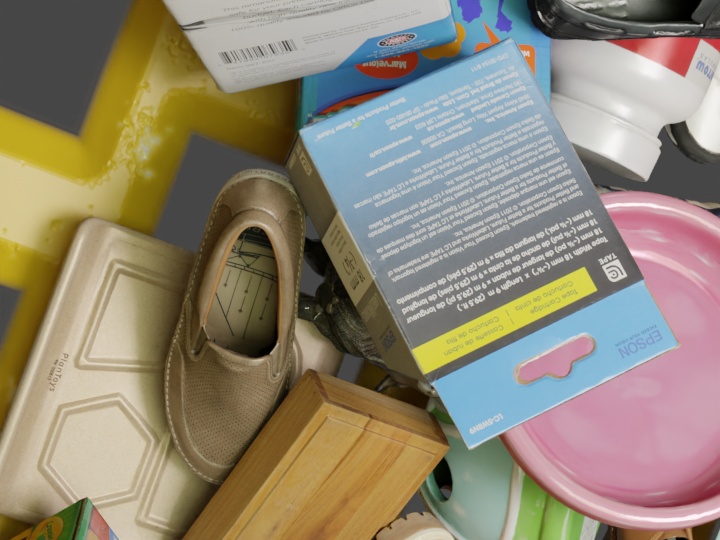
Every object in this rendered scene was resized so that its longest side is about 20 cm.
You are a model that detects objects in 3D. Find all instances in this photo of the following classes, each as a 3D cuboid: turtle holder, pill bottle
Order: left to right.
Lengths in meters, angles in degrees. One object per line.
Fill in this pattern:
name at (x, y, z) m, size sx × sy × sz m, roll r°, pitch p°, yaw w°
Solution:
turtle holder at (0.104, 0.104, 1.455) m, size 0.186 × 0.131 × 0.141 m, roll 86°, pitch 26°, yaw -50°
pill bottle at (0.177, -0.164, 1.468) m, size 0.112 × 0.112 × 0.201 m, roll 22°, pitch 90°, yaw -21°

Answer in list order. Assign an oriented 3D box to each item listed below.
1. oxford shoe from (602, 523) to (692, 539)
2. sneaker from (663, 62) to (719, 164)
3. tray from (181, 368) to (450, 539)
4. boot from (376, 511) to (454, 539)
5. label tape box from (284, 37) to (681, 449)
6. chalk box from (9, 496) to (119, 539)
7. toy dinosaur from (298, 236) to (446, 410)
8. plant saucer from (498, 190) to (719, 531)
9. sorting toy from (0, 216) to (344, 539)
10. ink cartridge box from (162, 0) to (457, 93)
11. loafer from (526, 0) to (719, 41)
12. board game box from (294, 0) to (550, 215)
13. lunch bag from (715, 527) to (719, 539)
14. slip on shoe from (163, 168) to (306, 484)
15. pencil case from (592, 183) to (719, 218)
oxford shoe at (0.193, 0.141, 1.541) m, size 0.071 × 0.071 × 0.202 m, roll -7°, pitch 98°, yaw -17°
sneaker at (0.252, -0.164, 1.514) m, size 0.073 × 0.080 × 0.201 m, roll 18°, pitch 93°, yaw -23°
tray at (-0.043, 0.156, 1.420) m, size 0.098 × 0.037 × 0.200 m, roll 21°, pitch 116°, yaw -34°
boot at (0.065, 0.246, 1.461) m, size 0.075 × 0.107 × 0.201 m, roll -34°, pitch 139°, yaw -9°
label tape box at (0.065, -0.010, 1.323) m, size 0.143 × 0.063 × 0.201 m, roll -24°, pitch 79°, yaw -18°
chalk box at (-0.175, 0.226, 1.352) m, size 0.199 × 0.125 × 0.124 m, roll -31°, pitch 108°, yaw 12°
toy dinosaur at (0.000, 0.000, 1.446) m, size 0.102 × 0.077 × 0.201 m, roll 17°, pitch 51°, yaw -39°
plant saucer at (0.161, 0.056, 1.381) m, size 0.199 × 0.051 × 0.202 m, roll 3°, pitch 72°, yaw -10°
sorting toy at (-0.117, 0.082, 1.441) m, size 0.199 × 0.036 × 0.186 m, roll 20°, pitch 90°, yaw -26°
ink cartridge box at (-0.032, -0.177, 1.286) m, size 0.144 × 0.200 × 0.084 m, roll -11°, pitch 76°, yaw 5°
loafer at (0.197, -0.167, 1.379) m, size 0.199 × 0.070 × 0.069 m, roll -8°, pitch 95°, yaw -9°
board game box at (0.037, -0.131, 1.412) m, size 0.151 × 0.045 × 0.202 m, roll 2°, pitch 79°, yaw -8°
lunch bag at (0.320, 0.178, 1.545) m, size 0.170 × 0.122 × 0.202 m, roll 10°, pitch 99°, yaw -42°
slip on shoe at (-0.071, 0.042, 1.371) m, size 0.075 × 0.061 × 0.201 m, roll 13°, pitch 115°, yaw -5°
pencil case at (0.146, -0.020, 1.490) m, size 0.198 × 0.089 × 0.078 m, roll 10°, pitch 77°, yaw -20°
